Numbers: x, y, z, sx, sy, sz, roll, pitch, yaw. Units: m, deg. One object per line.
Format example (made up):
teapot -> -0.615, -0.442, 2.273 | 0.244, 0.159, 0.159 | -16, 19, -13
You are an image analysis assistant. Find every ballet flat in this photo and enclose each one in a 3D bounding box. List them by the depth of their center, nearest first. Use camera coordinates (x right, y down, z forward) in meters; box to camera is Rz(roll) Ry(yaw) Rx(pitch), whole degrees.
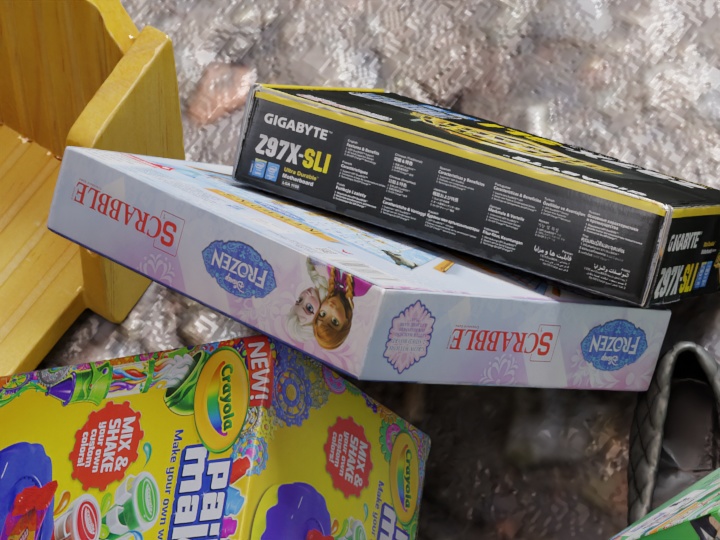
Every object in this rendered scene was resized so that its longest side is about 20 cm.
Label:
ballet flat -> 0.142, 0.127, 1.145 | 0.066, 0.057, 0.201 | -8, 61, 10

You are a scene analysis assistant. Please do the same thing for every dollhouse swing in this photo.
dollhouse swing -> -0.216, -0.048, 1.288 | 0.199, 0.183, 0.176 | 30, 55, 27

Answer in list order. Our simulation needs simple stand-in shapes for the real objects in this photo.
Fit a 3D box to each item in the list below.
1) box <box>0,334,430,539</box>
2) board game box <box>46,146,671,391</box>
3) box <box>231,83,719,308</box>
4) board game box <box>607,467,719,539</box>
box -> -0.090, 0.152, 1.132 | 0.192, 0.122, 0.201 | -10, 59, 35
board game box -> 0.000, 0.000, 1.155 | 0.199, 0.199, 0.041 | 25, 103, 40
box -> 0.064, -0.036, 1.188 | 0.199, 0.160, 0.050 | 18, 97, 20
board game box -> 0.198, 0.071, 1.082 | 0.199, 0.135, 0.029 | -30, 88, -23
